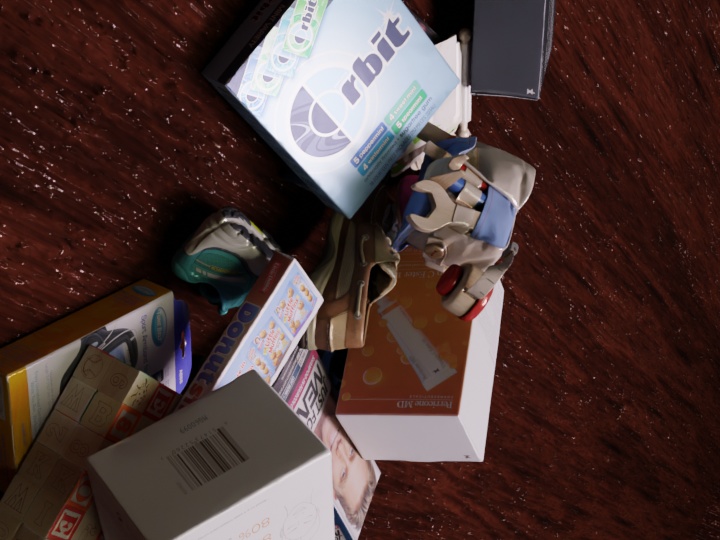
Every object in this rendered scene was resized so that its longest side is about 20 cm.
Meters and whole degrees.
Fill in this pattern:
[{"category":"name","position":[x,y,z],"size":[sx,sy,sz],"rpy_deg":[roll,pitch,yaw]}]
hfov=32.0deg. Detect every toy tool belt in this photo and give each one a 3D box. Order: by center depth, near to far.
[{"category":"toy tool belt","position":[0.075,-0.054,1.158],"size":[0.125,0.123,0.200],"rpy_deg":[-47,-165,43]}]

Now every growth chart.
[{"category":"growth chart","position":[0.059,-0.163,1.255],"size":[0.200,0.018,0.145],"rpy_deg":[-28,131,-47]}]

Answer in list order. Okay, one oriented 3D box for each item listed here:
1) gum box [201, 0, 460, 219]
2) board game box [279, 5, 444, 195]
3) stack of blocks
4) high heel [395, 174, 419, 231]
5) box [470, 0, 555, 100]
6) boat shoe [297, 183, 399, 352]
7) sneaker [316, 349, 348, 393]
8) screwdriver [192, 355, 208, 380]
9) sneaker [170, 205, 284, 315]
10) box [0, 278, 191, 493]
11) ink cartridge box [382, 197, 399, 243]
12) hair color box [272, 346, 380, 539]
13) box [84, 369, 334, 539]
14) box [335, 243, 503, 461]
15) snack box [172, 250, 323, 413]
[{"category":"gum box","position":[-0.020,-0.171,1.109],"size":[0.170,0.045,0.200],"rpy_deg":[-52,134,-7]},{"category":"board game box","position":[0.006,-0.160,1.226],"size":[0.135,0.035,0.200],"rpy_deg":[24,88,-59]},{"category":"stack of blocks","position":[-0.214,0.174,0.998],"size":[0.200,0.059,0.115],"rpy_deg":[-61,149,-11]},{"category":"high heel","position":[0.097,-0.067,1.297],"size":[0.200,0.096,0.068],"rpy_deg":[-7,94,-74]},{"category":"box","position":[0.162,-0.298,1.299],"size":[0.141,0.079,0.200],"rpy_deg":[-71,163,-57]},{"category":"boat shoe","position":[0.000,0.000,1.170],"size":[0.076,0.074,0.200],"rpy_deg":[86,19,-49]},{"category":"sneaker","position":[-0.049,0.139,1.284],"size":[0.066,0.078,0.200],"rpy_deg":[-3,112,-58]},{"category":"screwdriver","position":[-0.135,0.168,1.117],"size":[0.028,0.029,0.200],"rpy_deg":[21,50,-39]},{"category":"sneaker","position":[-0.107,0.003,1.138],"size":[0.080,0.078,0.200],"rpy_deg":[-37,152,5]},{"category":"box","position":[-0.219,0.090,1.032],"size":[0.200,0.041,0.119],"rpy_deg":[-32,133,-48]},{"category":"ink cartridge box","position":[0.037,-0.006,1.365],"size":[0.200,0.039,0.100],"rpy_deg":[35,77,-59]},{"category":"hair color box","position":[-0.054,0.161,1.205],"size":[0.200,0.060,0.100],"rpy_deg":[64,30,-30]},{"category":"box","position":[-0.110,0.205,0.976],"size":[0.152,0.106,0.200],"rpy_deg":[-27,139,-26]},{"category":"box","position":[0.063,0.078,1.237],"size":[0.098,0.124,0.200],"rpy_deg":[62,32,-51]},{"category":"snack box","position":[-0.100,0.085,1.040],"size":[0.200,0.024,0.072],"rpy_deg":[-59,146,-19]}]
